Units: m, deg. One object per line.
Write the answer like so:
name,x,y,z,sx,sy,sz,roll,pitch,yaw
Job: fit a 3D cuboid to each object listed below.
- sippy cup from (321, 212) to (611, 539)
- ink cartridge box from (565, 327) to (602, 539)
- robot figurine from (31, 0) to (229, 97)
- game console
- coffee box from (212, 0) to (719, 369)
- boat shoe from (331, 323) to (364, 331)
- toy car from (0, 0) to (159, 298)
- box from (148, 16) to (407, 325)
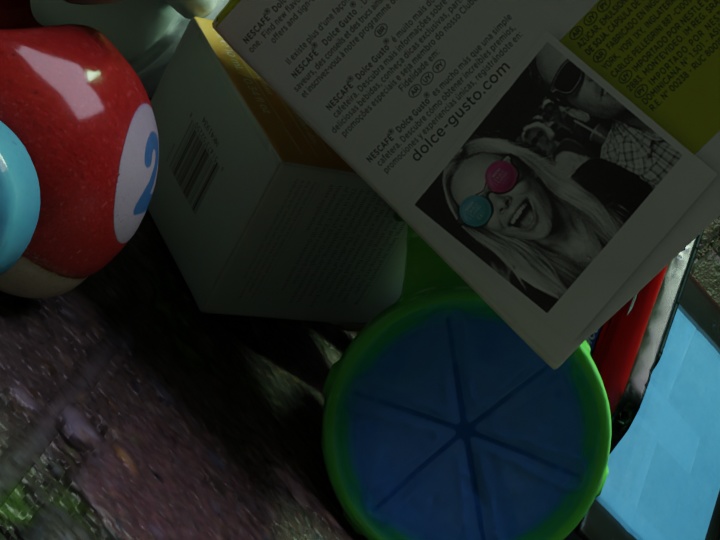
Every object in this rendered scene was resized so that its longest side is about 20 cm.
sippy cup,0.049,0.066,0.748,0.138,0.179,0.130,25,8,-4
ink cartridge box,0.125,0.099,0.927,0.200,0.136,0.077,47,49,-15
robot figurine,-0.147,-0.169,0.813,0.169,0.114,0.200,23,-13,45
game console,0.185,0.062,0.825,0.118,0.201,0.173,25,-35,3
coffee box,0.083,-0.121,0.653,0.198,0.200,0.200,43,14,-8
boat shoe,0.000,0.000,0.932,0.198,0.073,0.072,18,24,-19
toy car,-0.104,-0.112,0.538,0.177,0.200,0.184,49,10,-1
box,-0.007,-0.046,0.815,0.198,0.098,0.125,6,37,-39
